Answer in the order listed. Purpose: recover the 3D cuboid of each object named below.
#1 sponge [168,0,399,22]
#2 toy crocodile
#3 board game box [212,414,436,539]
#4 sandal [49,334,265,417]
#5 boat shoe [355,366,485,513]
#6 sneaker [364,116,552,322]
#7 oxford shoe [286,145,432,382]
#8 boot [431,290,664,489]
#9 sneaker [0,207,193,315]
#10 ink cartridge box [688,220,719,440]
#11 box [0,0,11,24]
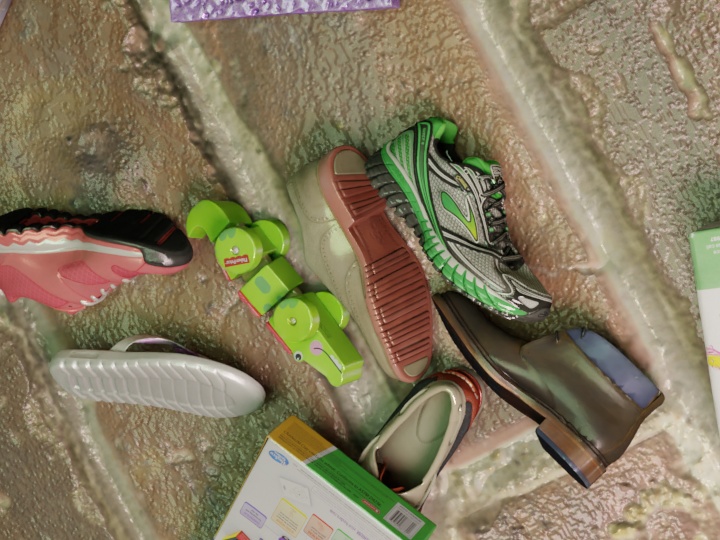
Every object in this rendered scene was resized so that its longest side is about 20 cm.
[{"bbox_3d":[-0.068,-0.264,1.539,0.200,0.030,0.112,-1,97,19],"label":"sponge"},{"bbox_3d":[-0.071,0.017,1.562,0.062,0.068,0.200,-44,80,25],"label":"toy crocodile"},{"bbox_3d":[-0.045,0.238,1.565,0.153,0.040,0.200,37,127,11],"label":"board game box"},{"bbox_3d":[-0.175,0.081,1.614,0.203,0.082,0.050,5,56,20],"label":"sandal"},{"bbox_3d":[0.032,0.165,1.550,0.071,0.063,0.200,37,109,9],"label":"boat shoe"},{"bbox_3d":[0.086,-0.041,1.476,0.085,0.078,0.200,-43,67,15],"label":"sneaker"},{"bbox_3d":[0.000,0.000,1.544,0.074,0.071,0.200,-21,87,42],"label":"oxford shoe"},{"bbox_3d":[0.149,0.071,1.506,0.097,0.075,0.200,-40,73,-5],"label":"boot"},{"bbox_3d":[-0.231,-0.004,1.624,0.200,0.074,0.087,4,113,23],"label":"sneaker"},{"bbox_3d":[0.338,0.055,1.413,0.145,0.088,0.200,-8,93,21],"label":"ink cartridge box"},{"bbox_3d":[-0.417,-0.238,1.655,0.200,0.048,0.158,31,106,12],"label":"box"}]
